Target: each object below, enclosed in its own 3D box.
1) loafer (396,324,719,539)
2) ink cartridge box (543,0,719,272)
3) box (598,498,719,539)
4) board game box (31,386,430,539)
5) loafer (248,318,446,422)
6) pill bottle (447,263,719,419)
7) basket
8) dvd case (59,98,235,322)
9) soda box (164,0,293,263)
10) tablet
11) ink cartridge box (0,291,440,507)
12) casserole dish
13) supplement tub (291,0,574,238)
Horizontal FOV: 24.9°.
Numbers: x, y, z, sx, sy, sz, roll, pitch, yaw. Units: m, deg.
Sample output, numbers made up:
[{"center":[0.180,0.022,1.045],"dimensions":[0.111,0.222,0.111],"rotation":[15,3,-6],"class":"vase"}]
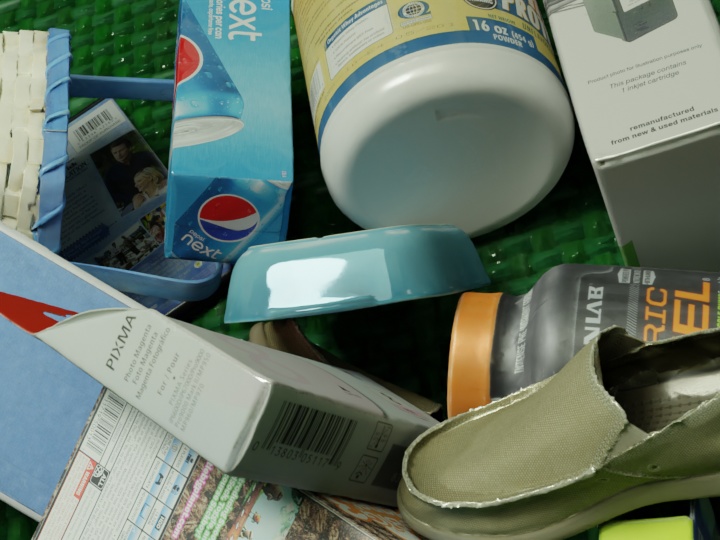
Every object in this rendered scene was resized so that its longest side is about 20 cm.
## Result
[{"center":[0.101,0.063,0.691],"dimensions":[0.199,0.068,0.076],"rotation":[-17,31,20],"class":"loafer"},{"center":[0.158,-0.098,0.885],"dimensions":[0.084,0.146,0.201],"rotation":[-17,50,10],"class":"ink cartridge box"},{"center":[0.131,0.200,0.688],"dimensions":[0.047,0.122,0.201],"rotation":[-6,53,18],"class":"box"},{"center":[-0.057,0.163,0.768],"dimensions":[0.200,0.097,0.160],"rotation":[29,95,35],"class":"board game box"},{"center":[0.013,0.091,0.853],"dimensions":[0.067,0.076,0.200],"rotation":[-36,59,-10],"class":"loafer"},{"center":[0.143,0.052,0.785],"dimensions":[0.199,0.106,0.107],"rotation":[3,56,11],"class":"pill bottle"},{"center":[-0.181,-0.061,0.981],"dimensions":[0.199,0.140,0.177],"rotation":[4,45,-8],"class":"basket"},{"center":[-0.177,-0.017,1.039],"dimensions":[0.142,0.018,0.200],"rotation":[-35,51,-6],"class":"dvd case"},{"center":[-0.076,-0.093,0.950],"dimensions":[0.067,0.064,0.201],"rotation":[4,42,-7],"class":"soda box"},{"center":[-0.173,0.062,0.891],"dimensions":[0.199,0.014,0.131],"rotation":[30,87,-2],"class":"tablet"},{"center":[-0.071,0.041,0.766],"dimensions":[0.200,0.162,0.057],"rotation":[34,97,35],"class":"ink cartridge box"},{"center":[0.000,0.000,0.851],"dimensions":[0.120,0.200,0.039],"rotation":[-7,89,14],"class":"casserole dish"},{"center":[0.036,-0.132,0.959],"dimensions":[0.144,0.145,0.201],"rotation":[-18,51,8],"class":"supplement tub"}]
